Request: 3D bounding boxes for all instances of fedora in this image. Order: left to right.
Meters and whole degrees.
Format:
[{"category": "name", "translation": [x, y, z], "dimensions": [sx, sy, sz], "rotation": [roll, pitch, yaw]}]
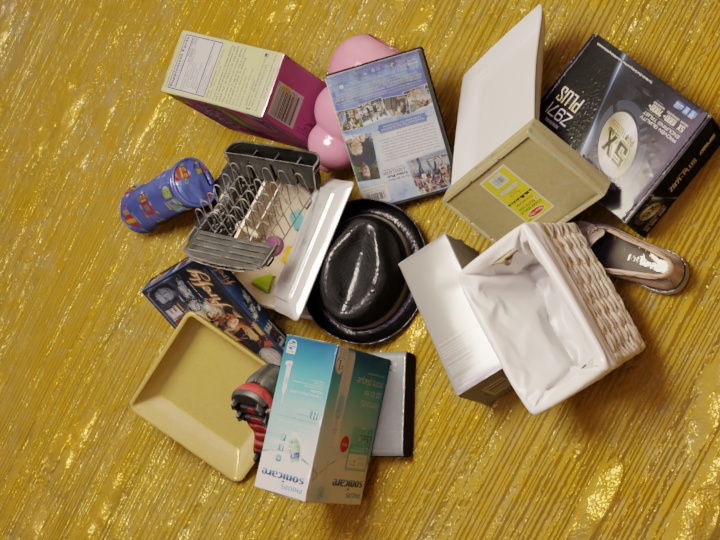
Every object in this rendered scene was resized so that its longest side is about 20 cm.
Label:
[{"category": "fedora", "translation": [0.000, 0.000, 1.570], "dimensions": [0.198, 0.092, 0.204], "rotation": [0, 88, 9]}]

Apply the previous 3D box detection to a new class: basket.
[{"category": "basket", "translation": [0.236, 0.051, 1.403], "dimensions": [0.135, 0.123, 0.202], "rotation": [-40, 72, 39]}]

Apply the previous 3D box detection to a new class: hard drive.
[{"category": "hard drive", "translation": [-0.020, 0.187, 1.603], "dimensions": [0.198, 0.033, 0.142], "rotation": [-5, 76, 29]}]

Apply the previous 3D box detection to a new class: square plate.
[{"category": "square plate", "translation": [0.185, -0.216, 1.514], "dimensions": [0.198, 0.028, 0.202], "rotation": [-38, 39, 57]}]

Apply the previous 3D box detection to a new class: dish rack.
[{"category": "dish rack", "translation": [-0.152, -0.085, 1.567], "dimensions": [0.152, 0.055, 0.201], "rotation": [10, 51, 28]}]

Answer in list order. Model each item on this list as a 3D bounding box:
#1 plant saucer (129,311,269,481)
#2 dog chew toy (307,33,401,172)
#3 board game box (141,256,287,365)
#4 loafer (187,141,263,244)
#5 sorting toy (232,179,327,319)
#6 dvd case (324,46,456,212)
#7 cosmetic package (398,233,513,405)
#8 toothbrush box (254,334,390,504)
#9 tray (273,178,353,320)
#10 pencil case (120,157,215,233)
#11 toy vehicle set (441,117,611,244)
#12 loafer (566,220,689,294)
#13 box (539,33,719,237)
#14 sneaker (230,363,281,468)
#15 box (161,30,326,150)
[{"category": "plant saucer", "translation": [-0.200, 0.173, 1.640], "dimensions": [0.199, 0.049, 0.201], "rotation": [35, 117, -3]}, {"category": "dog chew toy", "translation": [-0.010, -0.233, 1.649], "dimensions": [0.124, 0.124, 0.201], "rotation": [38, 106, 31]}, {"category": "board game box", "translation": [-0.201, 0.070, 1.640], "dimensions": [0.135, 0.200, 0.035], "rotation": [-27, 21, 38]}, {"category": "loafer", "translation": [-0.203, -0.106, 1.764], "dimensions": [0.202, 0.068, 0.070], "rotation": [-57, 29, 12]}, {"category": "sorting toy", "translation": [-0.099, -0.020, 1.666], "dimensions": [0.179, 0.107, 0.202], "rotation": [28, 89, 22]}, {"category": "dvd case", "translation": [0.046, -0.191, 1.585], "dimensions": [0.141, 0.018, 0.202], "rotation": [-14, 106, 14]}, {"category": "cosmetic package", "translation": [0.137, 0.063, 1.500], "dimensions": [0.090, 0.107, 0.202], "rotation": [-35, 62, 19]}, {"category": "toothbrush box", "translation": [-0.048, 0.198, 1.512], "dimensions": [0.084, 0.146, 0.203], "rotation": [10, 83, 31]}, {"category": "tray", "translation": [-0.071, -0.034, 1.578], "dimensions": [0.202, 0.022, 0.107], "rotation": [-68, 23, -2]}, {"category": "pencil case", "translation": [-0.296, -0.114, 1.772], "dimensions": [0.199, 0.086, 0.079], "rotation": [-17, 98, 52]}, {"category": "toy vehicle set", "translation": [0.203, -0.099, 1.444], "dimensions": [0.200, 0.124, 0.027], "rotation": [-38, 17, 54]}, {"category": "loafer", "translation": [0.311, -0.025, 1.444], "dimensions": [0.198, 0.063, 0.073], "rotation": [18, 87, 32]}, {"category": "box", "translation": [0.326, -0.171, 1.457], "dimensions": [0.164, 0.086, 0.200], "rotation": [-51, 60, 11]}, {"category": "sneaker", "translation": [-0.110, 0.205, 1.561], "dimensions": [0.070, 0.202, 0.098], "rotation": [9, 46, 27]}, {"category": "box", "translation": [-0.157, -0.261, 1.702], "dimensions": [0.198, 0.175, 0.098], "rotation": [19, 88, 31]}]
